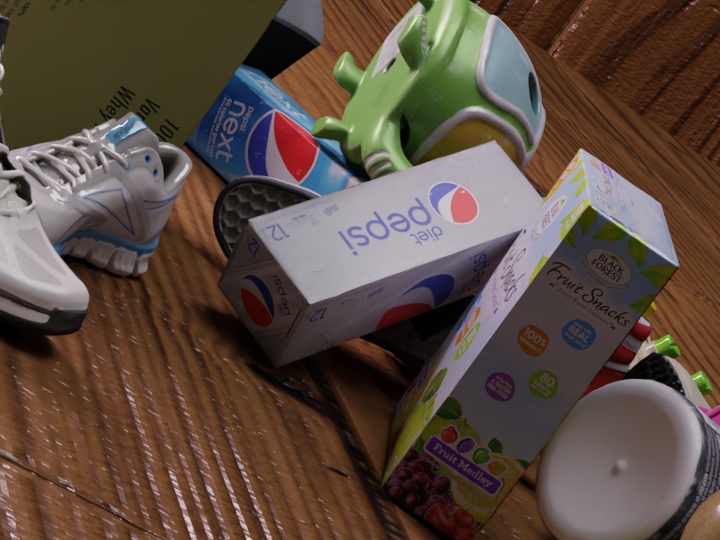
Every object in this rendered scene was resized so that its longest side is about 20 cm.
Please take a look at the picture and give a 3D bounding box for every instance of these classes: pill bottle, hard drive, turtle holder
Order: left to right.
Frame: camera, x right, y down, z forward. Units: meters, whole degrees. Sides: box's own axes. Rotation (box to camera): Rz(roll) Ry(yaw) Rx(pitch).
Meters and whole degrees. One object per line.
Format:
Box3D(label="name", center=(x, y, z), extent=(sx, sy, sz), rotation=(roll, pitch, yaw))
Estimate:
Box3D(label="hard drive", center=(-0.116, -0.168, 1.851), extent=(0.200, 0.135, 0.042), rotation=(16, 43, -60))
Box3D(label="turtle holder", center=(0.059, -0.110, 1.778), extent=(0.132, 0.141, 0.186), rotation=(35, 11, -15))
Box3D(label="pill bottle", center=(0.192, 0.148, 1.465), extent=(0.200, 0.106, 0.106), rotation=(39, 7, -44))

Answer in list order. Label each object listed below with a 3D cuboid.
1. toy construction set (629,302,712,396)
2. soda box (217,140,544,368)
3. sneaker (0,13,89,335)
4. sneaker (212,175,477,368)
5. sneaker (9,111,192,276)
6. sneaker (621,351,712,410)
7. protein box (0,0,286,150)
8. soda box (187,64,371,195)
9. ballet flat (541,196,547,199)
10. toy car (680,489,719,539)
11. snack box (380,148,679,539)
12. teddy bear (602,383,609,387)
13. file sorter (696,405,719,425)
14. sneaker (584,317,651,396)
Box3D(label="toy construction set", center=(0.198, 0.053, 1.942), extent=(0.131, 0.092, 0.200), rotation=(50, 3, -31))
Box3D(label="soda box", center=(0.017, -0.012, 1.540), extent=(0.200, 0.063, 0.068), rotation=(-20, 62, -37))
Box3D(label="sneaker", center=(-0.193, -0.063, 1.270), extent=(0.200, 0.115, 0.076), rotation=(39, 12, 12))
Box3D(label="sneaker", center=(0.000, 0.002, 1.662), extent=(0.202, 0.077, 0.146), rotation=(31, 7, -1))
Box3D(label="sneaker", center=(-0.156, -0.052, 1.404), extent=(0.075, 0.087, 0.200), rotation=(42, 14, 17))
Box3D(label="sneaker", center=(0.234, 0.145, 1.758), extent=(0.093, 0.070, 0.200), rotation=(33, 24, -38))
Box3D(label="protein box", center=(-0.171, -0.175, 1.549), extent=(0.200, 0.199, 0.135), rotation=(33, 13, -17))
Box3D(label="soda box", center=(-0.044, -0.067, 1.819), extent=(0.200, 0.064, 0.068), rotation=(43, 14, 29))
Box3D(label="ballet flat", center=(0.110, 0.034, 1.735), extent=(0.070, 0.065, 0.200), rotation=(22, 42, -9))
Box3D(label="toy car", center=(0.206, 0.166, 1.313), extent=(0.164, 0.200, 0.158), rotation=(32, 13, -19))
Box3D(label="snack box", center=(0.095, 0.040, 1.477), extent=(0.068, 0.200, 0.169), rotation=(36, 12, -5))
Box3D(label="teddy bear", center=(0.163, 0.147, 1.618), extent=(0.145, 0.067, 0.200), rotation=(26, 22, -21))
Box3D(label="file sorter", center=(0.319, 0.164, 1.645), extent=(0.139, 0.125, 0.200), rotation=(22, 44, -49))
Box3D(label="sneaker", center=(0.111, 0.013, 1.825), extent=(0.200, 0.113, 0.071), rotation=(37, 12, 2))
